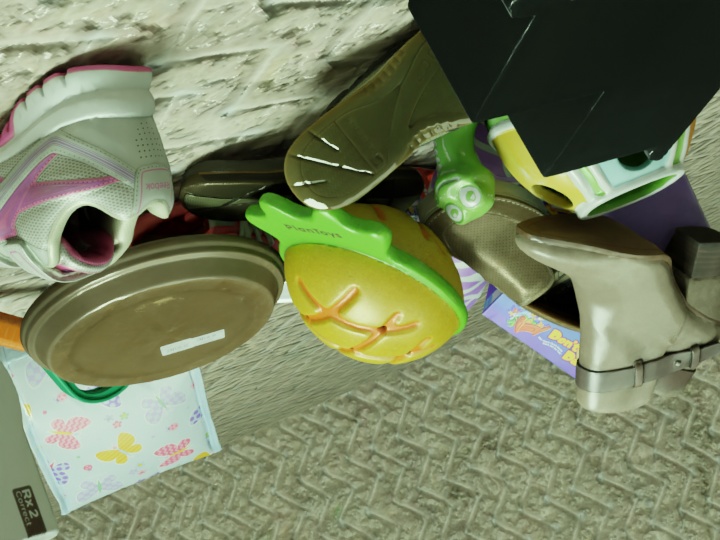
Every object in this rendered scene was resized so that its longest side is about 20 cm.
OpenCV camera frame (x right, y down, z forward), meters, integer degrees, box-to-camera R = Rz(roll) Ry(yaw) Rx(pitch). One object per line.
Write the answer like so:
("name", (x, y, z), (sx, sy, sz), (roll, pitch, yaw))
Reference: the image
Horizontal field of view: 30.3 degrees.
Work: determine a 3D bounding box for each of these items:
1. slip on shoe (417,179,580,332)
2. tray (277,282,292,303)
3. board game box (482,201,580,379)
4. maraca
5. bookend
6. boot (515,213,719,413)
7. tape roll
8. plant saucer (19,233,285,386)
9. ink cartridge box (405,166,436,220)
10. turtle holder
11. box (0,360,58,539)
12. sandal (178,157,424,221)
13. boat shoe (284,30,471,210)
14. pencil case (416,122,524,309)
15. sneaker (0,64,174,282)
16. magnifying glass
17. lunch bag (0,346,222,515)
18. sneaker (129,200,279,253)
("slip on shoe", (0.123, -0.005, 1.002), (0.076, 0.061, 0.200), (-32, 138, 28))
("tray", (-0.077, 0.012, 1.171), (0.107, 0.022, 0.200), (-4, -176, 4))
("board game box", (0.184, 0.002, 1.160), (0.045, 0.134, 0.200), (-47, -165, 36))
("maraca", (0.000, 0.000, 0.932), (0.137, 0.107, 0.200), (6, 156, 32))
("bookend", (0.106, -0.128, 0.691), (0.198, 0.092, 0.200), (-17, 157, -25))
("boot", (0.187, 0.037, 0.982), (0.199, 0.070, 0.147), (3, 117, -22))
("tape roll", (0.224, -0.069, 1.086), (0.085, 0.201, 0.200), (-25, 170, 13))
("plant saucer", (-0.147, 0.036, 0.973), (0.199, 0.030, 0.200), (-17, 157, -8))
("ink cartridge box", (0.006, -0.046, 1.166), (0.109, 0.051, 0.200), (-29, 168, 31))
("turtle holder", (0.145, -0.105, 0.912), (0.185, 0.132, 0.141), (-17, 170, -30))
("box", (-0.321, 0.107, 0.807), (0.130, 0.200, 0.200), (-28, 169, 28))
("sandal", (-0.040, -0.068, 0.958), (0.199, 0.055, 0.082), (0, 154, -29))
("boat shoe", (0.036, -0.114, 0.836), (0.201, 0.072, 0.066), (-36, -161, 3))
("pencil case", (0.082, -0.045, 1.067), (0.084, 0.086, 0.200), (-21, 153, -30))
("sneaker", (-0.177, -0.030, 0.717), (0.200, 0.088, 0.081), (-29, 168, 37))
("magnifying glass", (-0.248, 0.056, 1.054), (0.022, 0.080, 0.200), (22, 179, 35))
("lunch bag", (-0.230, 0.102, 1.212), (0.169, 0.127, 0.200), (-22, 143, -12))
("sneaker", (-0.099, -0.023, 0.985), (0.200, 0.074, 0.087), (-18, 168, -25))
